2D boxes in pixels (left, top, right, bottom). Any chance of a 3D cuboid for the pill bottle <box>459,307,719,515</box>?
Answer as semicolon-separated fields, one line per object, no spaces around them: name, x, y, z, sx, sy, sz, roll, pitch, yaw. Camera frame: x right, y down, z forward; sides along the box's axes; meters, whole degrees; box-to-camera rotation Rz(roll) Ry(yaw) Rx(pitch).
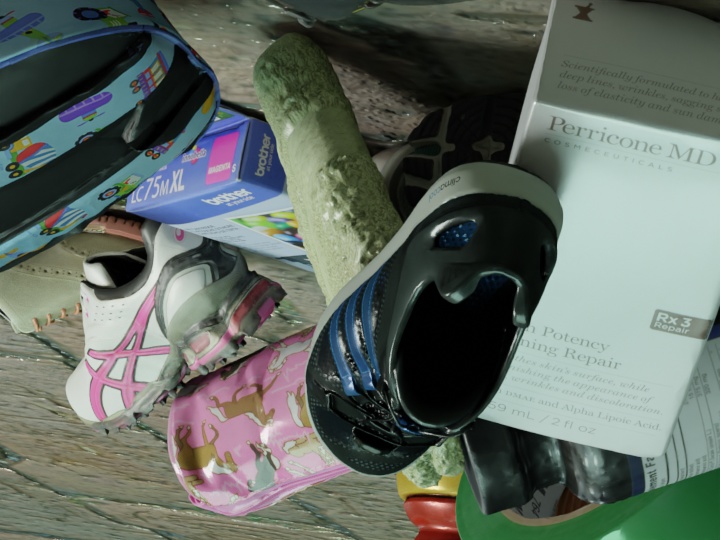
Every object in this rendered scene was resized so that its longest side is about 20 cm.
pill bottle;0.139;0.044;1.373;0.200;0.112;0.112;-18;165;-2

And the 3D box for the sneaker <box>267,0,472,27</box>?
sneaker;0.012;-0.128;1.052;0.200;0.075;0.106;12;174;37

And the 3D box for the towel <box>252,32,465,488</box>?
towel;0.000;0.000;1.328;0.036;0.148;0.200;-21;144;-5

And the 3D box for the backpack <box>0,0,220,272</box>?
backpack;-0.170;-0.079;1.233;0.200;0.135;0.183;-25;159;9

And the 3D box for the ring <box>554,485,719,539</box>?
ring;0.184;0.093;1.529;0.019;0.200;0.200;46;151;-24

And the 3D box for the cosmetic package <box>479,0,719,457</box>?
cosmetic package;0.105;-0.016;1.225;0.102;0.074;0.200;12;139;2

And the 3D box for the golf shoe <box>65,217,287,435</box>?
golf shoe;-0.119;0.025;1.619;0.092;0.073;0.200;44;142;-6

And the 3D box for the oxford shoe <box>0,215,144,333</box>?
oxford shoe;-0.170;0.006;1.685;0.200;0.074;0.071;9;165;6

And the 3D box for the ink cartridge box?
ink cartridge box;-0.033;-0.035;1.500;0.200;0.042;0.119;21;163;-30

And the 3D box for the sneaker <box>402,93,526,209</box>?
sneaker;0.116;-0.034;1.326;0.200;0.078;0.080;6;175;20

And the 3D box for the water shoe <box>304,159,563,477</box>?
water shoe;0.020;0.037;1.195;0.071;0.079;0.200;19;139;-6

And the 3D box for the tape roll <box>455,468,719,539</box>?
tape roll;0.141;0.089;1.522;0.048;0.200;0.200;46;151;-23

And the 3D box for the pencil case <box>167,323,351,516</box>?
pencil case;-0.011;0.073;1.609;0.200;0.087;0.083;-21;112;30

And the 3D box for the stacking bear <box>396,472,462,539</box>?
stacking bear;0.073;0.119;1.689;0.114;0.200;0.121;11;166;0

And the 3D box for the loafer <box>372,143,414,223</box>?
loafer;0.077;0.011;1.449;0.200;0.072;0.063;48;170;-17
